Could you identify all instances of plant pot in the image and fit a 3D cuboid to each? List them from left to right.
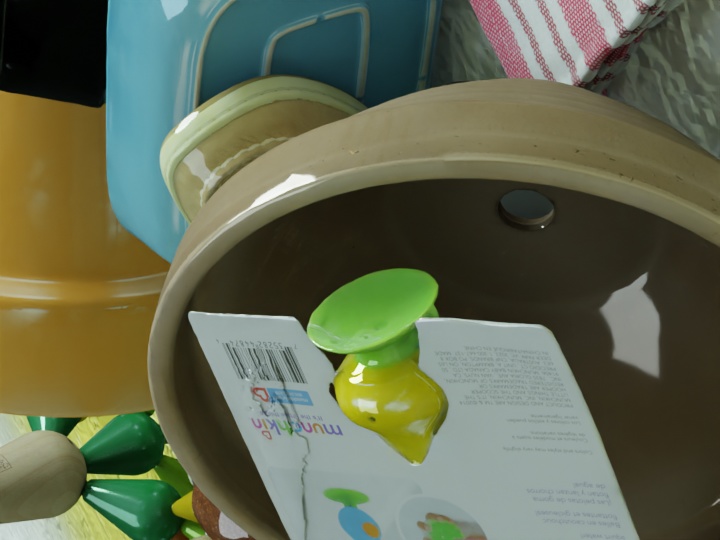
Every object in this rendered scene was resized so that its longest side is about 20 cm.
[{"bbox_3d":[-0.130,-0.063,1.000,0.200,0.200,0.184,39,130,52],"label":"plant pot"},{"bbox_3d":[0.044,0.010,0.672,0.201,0.200,0.093,90,-172,-47],"label":"plant pot"}]

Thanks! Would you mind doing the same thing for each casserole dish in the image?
[{"bbox_3d":[-0.025,-0.065,0.788,0.039,0.121,0.200,59,157,30],"label":"casserole dish"}]

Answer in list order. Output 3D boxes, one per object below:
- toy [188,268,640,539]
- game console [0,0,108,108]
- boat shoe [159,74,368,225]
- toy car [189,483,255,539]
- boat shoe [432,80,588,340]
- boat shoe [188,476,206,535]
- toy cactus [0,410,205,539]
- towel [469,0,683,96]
[{"bbox_3d":[0.041,0.080,0.640,0.115,0.047,0.200,1,131,36],"label":"toy"},{"bbox_3d":[-0.095,-0.167,0.804,0.200,0.176,0.117,103,176,-46],"label":"game console"},{"bbox_3d":[-0.002,0.002,0.800,0.063,0.073,0.201,60,-176,34],"label":"boat shoe"},{"bbox_3d":[-0.031,0.146,0.873,0.158,0.200,0.164,35,-177,-30],"label":"toy car"},{"bbox_3d":[0.062,0.029,0.775,0.057,0.069,0.200,-77,-29,-71],"label":"boat shoe"},{"bbox_3d":[-0.052,0.091,1.128,0.064,0.071,0.200,-103,-3,-61],"label":"boat shoe"},{"bbox_3d":[-0.132,0.094,1.204,0.200,0.165,0.102,52,136,24],"label":"toy cactus"},{"bbox_3d":[0.058,-0.137,0.644,0.147,0.030,0.200,66,160,11],"label":"towel"}]
